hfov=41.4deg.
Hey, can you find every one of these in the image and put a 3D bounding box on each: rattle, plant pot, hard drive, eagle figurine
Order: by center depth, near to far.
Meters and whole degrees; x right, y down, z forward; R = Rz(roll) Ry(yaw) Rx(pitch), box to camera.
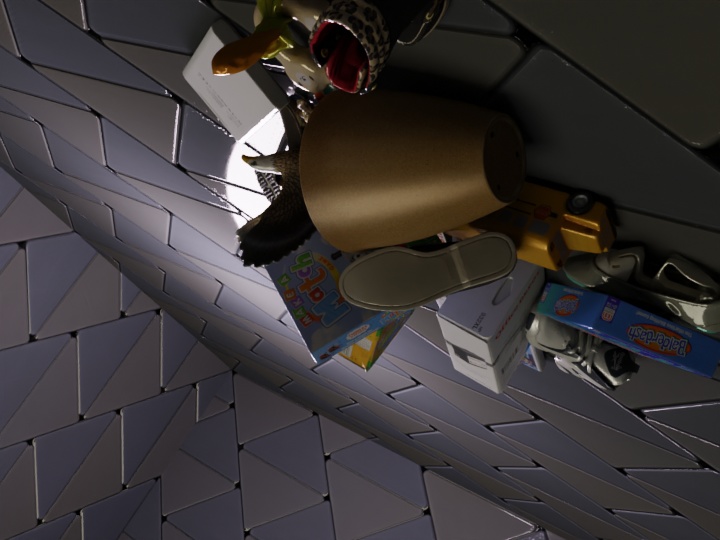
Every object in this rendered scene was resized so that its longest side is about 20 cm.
[{"bbox_3d":[0.068,-0.112,1.024,0.200,0.187,0.186,1,146,39],"label":"plant pot"},{"bbox_3d":[-0.072,-0.206,1.061,0.130,0.143,0.200,10,152,11],"label":"rattle"},{"bbox_3d":[-0.077,-0.102,1.144,0.151,0.200,0.152,15,-172,37],"label":"eagle figurine"},{"bbox_3d":[-0.171,-0.246,1.270,0.132,0.026,0.200,50,160,-10],"label":"hard drive"}]

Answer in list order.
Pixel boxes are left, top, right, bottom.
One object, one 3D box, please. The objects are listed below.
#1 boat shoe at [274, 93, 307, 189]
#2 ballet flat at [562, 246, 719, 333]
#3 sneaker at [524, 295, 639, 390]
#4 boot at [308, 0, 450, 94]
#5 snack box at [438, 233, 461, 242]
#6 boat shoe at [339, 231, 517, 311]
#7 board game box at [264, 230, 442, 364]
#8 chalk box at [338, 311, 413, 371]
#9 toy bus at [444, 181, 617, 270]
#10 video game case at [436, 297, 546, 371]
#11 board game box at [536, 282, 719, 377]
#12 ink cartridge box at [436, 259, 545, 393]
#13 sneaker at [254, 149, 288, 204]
[{"bbox_3d":[-0.073,-0.130,1.244,0.072,0.072,0.200,-12,99,66],"label":"boat shoe"},{"bbox_3d":[0.325,0.005,1.068,0.200,0.067,0.064,24,134,28],"label":"ballet flat"},{"bbox_3d":[0.316,0.105,1.309,0.129,0.080,0.199,18,158,39],"label":"sneaker"},{"bbox_3d":[0.019,-0.218,0.817,0.073,0.151,0.200,33,164,1],"label":"boot"},{"bbox_3d":[0.127,-0.050,1.232,0.024,0.072,0.200,23,161,27],"label":"snack box"},{"bbox_3d":[0.077,0.004,1.069,0.200,0.073,0.063,-13,173,8],"label":"boat shoe"},{"bbox_3d":[0.000,0.000,1.144,0.151,0.200,0.037,58,178,32],"label":"board game box"},{"bbox_3d":[0.020,0.031,1.482,0.124,0.200,0.124,29,140,13],"label":"chalk box"},{"bbox_3d":[0.185,-0.059,1.087,0.200,0.078,0.065,21,160,35],"label":"toy bus"},{"bbox_3d":[0.207,0.081,1.549,0.182,0.023,0.200,24,160,29],"label":"video game case"},{"bbox_3d":[0.312,0.067,1.130,0.152,0.045,0.200,22,-179,-7],"label":"board game box"},{"bbox_3d":[0.186,0.061,1.307,0.084,0.145,0.200,28,163,24],"label":"ink cartridge box"},{"bbox_3d":[-0.069,-0.078,1.317,0.074,0.080,0.200,-11,105,61],"label":"sneaker"}]
